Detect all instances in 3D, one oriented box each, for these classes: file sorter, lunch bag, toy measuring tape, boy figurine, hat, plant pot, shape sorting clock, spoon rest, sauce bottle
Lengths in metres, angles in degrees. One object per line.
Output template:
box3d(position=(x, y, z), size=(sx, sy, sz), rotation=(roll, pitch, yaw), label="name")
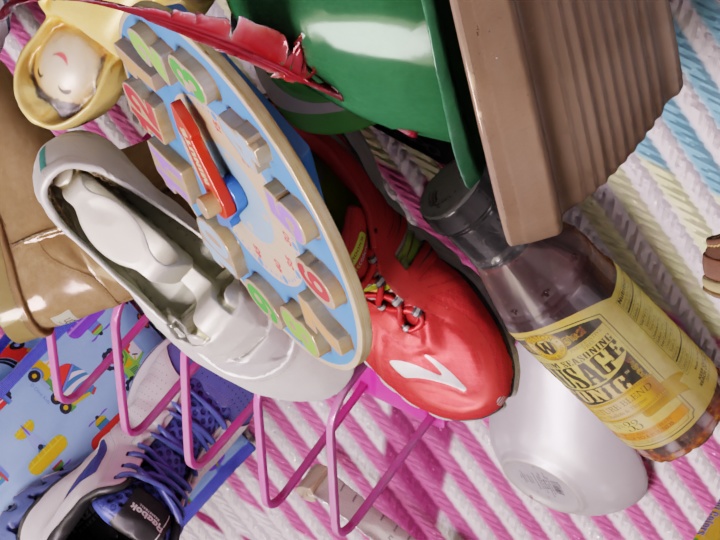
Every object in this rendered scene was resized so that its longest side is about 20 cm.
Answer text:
box3d(position=(-0.064, 0.040, 1.626), size=(0.200, 0.125, 0.139), rotation=(24, 144, 21), label="file sorter")
box3d(position=(-0.187, 0.128, 1.778), size=(0.151, 0.200, 0.094), rotation=(50, 147, -17), label="lunch bag")
box3d(position=(0.040, 0.196, 1.768), size=(0.200, 0.074, 0.074), rotation=(36, 147, 4), label="toy measuring tape")
box3d(position=(-0.130, -0.158, 1.459), size=(0.124, 0.064, 0.200), rotation=(33, 125, 10), label="boy figurine")
box3d(position=(-0.049, -0.112, 1.297), size=(0.176, 0.166, 0.200), rotation=(-12, 136, 5), label="hat")
box3d(position=(0.088, -0.117, 1.281), size=(0.093, 0.201, 0.201), rotation=(-11, 132, 5), label="plant pot")
box3d(position=(-0.058, -0.038, 1.365), size=(0.200, 0.039, 0.200), rotation=(55, 167, 20), label="shape sorting clock")
box3d(position=(0.102, 0.072, 1.583), size=(0.099, 0.061, 0.200), rotation=(19, 155, 30), label="spoon rest")
box3d(position=(0.106, 0.019, 1.462), size=(0.200, 0.066, 0.066), rotation=(41, 149, -28), label="sauce bottle")

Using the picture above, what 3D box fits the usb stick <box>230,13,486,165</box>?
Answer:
box3d(position=(0.023, -0.087, 1.476), size=(0.200, 0.033, 0.055), rotation=(28, 154, 15), label="usb stick")

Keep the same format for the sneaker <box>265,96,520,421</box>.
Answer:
box3d(position=(0.000, 0.000, 1.455), size=(0.077, 0.085, 0.200), rotation=(-40, 88, 14), label="sneaker")

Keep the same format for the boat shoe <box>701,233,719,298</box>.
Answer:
box3d(position=(0.230, -0.022, 1.335), size=(0.200, 0.072, 0.068), rotation=(-9, 92, 58), label="boat shoe")

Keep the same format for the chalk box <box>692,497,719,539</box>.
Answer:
box3d(position=(0.272, 0.191, 1.491), size=(0.200, 0.124, 0.124), rotation=(20, 141, 25), label="chalk box")

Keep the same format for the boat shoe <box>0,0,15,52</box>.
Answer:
box3d(position=(-0.207, -0.165, 1.573), size=(0.074, 0.065, 0.200), rotation=(35, 168, -8), label="boat shoe")

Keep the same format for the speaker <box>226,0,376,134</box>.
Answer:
box3d(position=(-0.031, -0.166, 1.375), size=(0.088, 0.088, 0.200), rotation=(10, 133, 37), label="speaker")

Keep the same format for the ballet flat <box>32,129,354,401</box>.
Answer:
box3d(position=(-0.090, 0.006, 1.483), size=(0.200, 0.069, 0.069), rotation=(40, 147, -5), label="ballet flat")

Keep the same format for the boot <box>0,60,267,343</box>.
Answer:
box3d(position=(-0.112, -0.064, 1.550), size=(0.200, 0.066, 0.175), rotation=(-18, 86, 12), label="boot")

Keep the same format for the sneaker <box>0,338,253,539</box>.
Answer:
box3d(position=(-0.121, 0.123, 1.703), size=(0.081, 0.199, 0.115), rotation=(48, 168, -21), label="sneaker")
